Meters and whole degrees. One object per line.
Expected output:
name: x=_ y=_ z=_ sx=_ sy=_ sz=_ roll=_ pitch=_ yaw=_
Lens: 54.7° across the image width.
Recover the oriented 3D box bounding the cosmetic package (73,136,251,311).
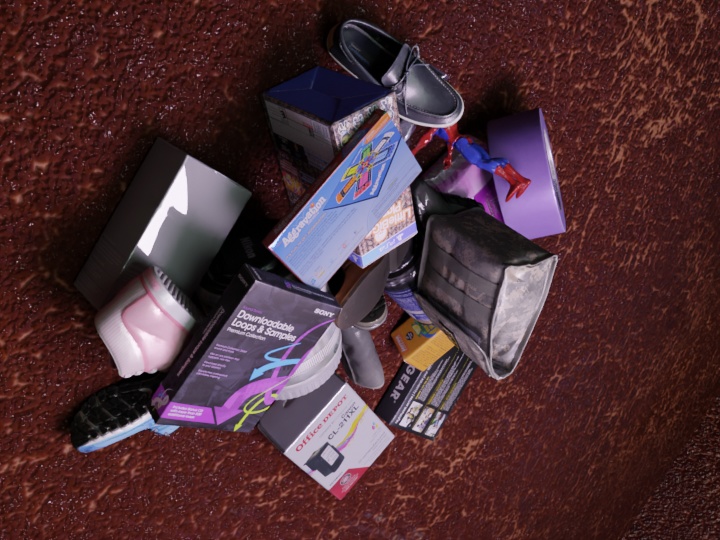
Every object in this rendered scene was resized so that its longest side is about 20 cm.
cosmetic package: x=-0.228 y=-0.039 z=0.809 sx=0.107 sy=0.090 sz=0.201 roll=32 pitch=87 yaw=-48

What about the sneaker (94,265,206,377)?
sneaker: x=-0.219 y=0.084 z=0.780 sx=0.104 sy=0.075 sz=0.201 roll=-37 pitch=143 yaw=-6

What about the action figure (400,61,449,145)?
action figure: x=0.056 y=-0.185 z=0.968 sx=0.069 sy=0.130 sz=0.202 roll=19 pitch=96 yaw=-3

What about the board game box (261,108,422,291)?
board game box: x=-0.017 y=-0.076 z=0.795 sx=0.200 sy=0.019 sz=0.103 roll=-50 pitch=137 yaw=-9

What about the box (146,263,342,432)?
box: x=-0.127 y=0.095 z=0.781 sx=0.142 sy=0.036 sz=0.201 roll=21 pitch=109 yaw=-49

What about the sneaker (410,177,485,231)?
sneaker: x=0.136 y=-0.084 z=1.039 sx=0.090 sy=0.076 sz=0.200 roll=-34 pitch=139 yaw=13

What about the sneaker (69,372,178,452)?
sneaker: x=-0.271 y=0.191 z=0.903 sx=0.199 sy=0.078 sz=0.091 roll=-20 pitch=128 yaw=-33

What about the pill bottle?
pill bottle: x=0.080 y=-0.003 z=1.088 sx=0.112 sy=0.112 sz=0.200 roll=-53 pitch=137 yaw=-5

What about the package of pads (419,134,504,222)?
package of pads: x=0.177 y=-0.109 z=1.143 sx=0.120 sy=0.076 sz=0.201 roll=-42 pitch=134 yaw=-13

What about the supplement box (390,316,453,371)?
supplement box: x=0.148 y=0.080 z=1.181 sx=0.200 sy=0.067 sz=0.069 roll=-44 pitch=138 yaw=16

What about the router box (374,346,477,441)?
router box: x=0.132 y=0.206 z=1.294 sx=0.149 sy=0.051 sz=0.201 roll=31 pitch=90 yaw=-45

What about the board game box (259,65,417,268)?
board game box: x=-0.025 y=-0.134 z=0.885 sx=0.096 sy=0.159 sz=0.201 roll=-32 pitch=131 yaw=-24

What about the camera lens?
camera lens: x=-0.115 y=0.047 z=0.903 sx=0.159 sy=0.160 sz=0.201 roll=-35 pitch=132 yaw=-23

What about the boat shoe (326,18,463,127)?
boat shoe: x=0.046 y=-0.249 z=0.880 sx=0.199 sy=0.062 sz=0.075 roll=34 pitch=83 yaw=-7

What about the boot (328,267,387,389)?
boot: x=-0.001 y=0.102 z=1.033 sx=0.072 sy=0.182 sz=0.202 roll=-20 pitch=122 yaw=-16

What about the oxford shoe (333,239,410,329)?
oxford shoe: x=0.000 y=0.000 z=0.927 sx=0.072 sy=0.071 sz=0.200 roll=92 pitch=24 yaw=-44

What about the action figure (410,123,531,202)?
action figure: x=0.142 y=-0.159 z=1.022 sx=0.099 sy=0.200 sz=0.065 roll=-52 pitch=162 yaw=29

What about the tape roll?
tape roll: x=0.267 y=-0.151 z=1.114 sx=0.200 sy=0.084 sz=0.202 roll=-12 pitch=90 yaw=-70

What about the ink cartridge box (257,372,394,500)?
ink cartridge box: x=-0.052 y=0.262 z=1.135 sx=0.146 sy=0.083 sz=0.200 roll=-47 pitch=136 yaw=-11

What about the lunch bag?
lunch bag: x=0.162 y=0.037 z=0.980 sx=0.117 sy=0.164 sz=0.202 roll=-12 pitch=125 yaw=-31
